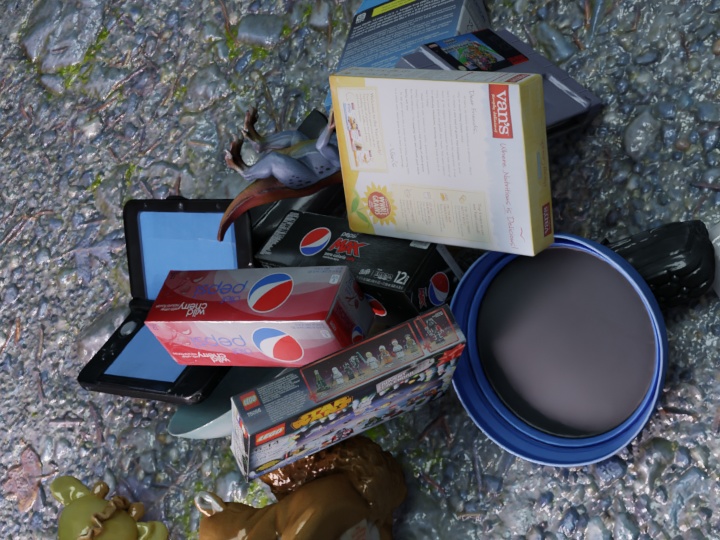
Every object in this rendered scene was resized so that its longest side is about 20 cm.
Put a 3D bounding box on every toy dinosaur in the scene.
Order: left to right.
[{"bbox_3d":[-0.028,-0.108,1.400,0.179,0.202,0.105,17,34,6],"label":"toy dinosaur"}]

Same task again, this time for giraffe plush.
[{"bbox_3d":[-0.282,0.292,1.452,0.200,0.172,0.163,-30,25,53],"label":"giraffe plush"}]

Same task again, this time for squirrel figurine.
[{"bbox_3d":[-0.060,0.229,1.359,0.185,0.142,0.202,-3,54,43],"label":"squirrel figurine"}]

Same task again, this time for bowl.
[{"bbox_3d":[0.168,0.065,1.265,0.199,0.039,0.203,7,104,29],"label":"bowl"}]

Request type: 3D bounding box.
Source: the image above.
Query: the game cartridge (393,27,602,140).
[{"bbox_3d":[0.125,-0.164,1.332,0.130,0.199,0.039,43,123,15],"label":"game cartridge"}]

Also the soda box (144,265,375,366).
[{"bbox_3d":[-0.092,0.042,1.333,0.198,0.070,0.064,-2,49,31],"label":"soda box"}]

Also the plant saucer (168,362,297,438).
[{"bbox_3d":[-0.094,0.106,1.421,0.200,0.039,0.201,-36,12,9],"label":"plant saucer"}]

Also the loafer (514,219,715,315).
[{"bbox_3d":[0.216,0.009,1.301,0.199,0.068,0.071,-20,39,30],"label":"loafer"}]

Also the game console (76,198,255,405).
[{"bbox_3d":[-0.200,0.028,1.487,0.199,0.117,0.176,2,44,44],"label":"game console"}]

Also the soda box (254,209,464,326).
[{"bbox_3d":[0.000,0.000,1.356,0.199,0.071,0.064,13,61,44],"label":"soda box"}]

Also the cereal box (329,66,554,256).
[{"bbox_3d":[0.067,-0.095,1.248,0.198,0.039,0.146,9,115,38],"label":"cereal box"}]

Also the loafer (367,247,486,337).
[{"bbox_3d":[0.042,0.051,1.395,0.200,0.075,0.070,-48,37,-6],"label":"loafer"}]

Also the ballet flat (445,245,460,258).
[{"bbox_3d":[0.074,-0.090,1.397,0.201,0.068,0.063,-95,15,-48],"label":"ballet flat"}]

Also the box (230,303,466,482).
[{"bbox_3d":[-0.013,0.106,1.256,0.198,0.137,0.040,-23,69,-14],"label":"box"}]

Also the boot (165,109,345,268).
[{"bbox_3d":[-0.102,-0.087,1.537,0.165,0.065,0.201,44,102,25],"label":"boot"}]

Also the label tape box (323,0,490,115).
[{"bbox_3d":[0.055,-0.222,1.488,0.142,0.066,0.201,-16,35,27],"label":"label tape box"}]

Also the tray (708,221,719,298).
[{"bbox_3d":[0.359,0.019,1.226,0.107,0.022,0.201,-37,55,13],"label":"tray"}]
